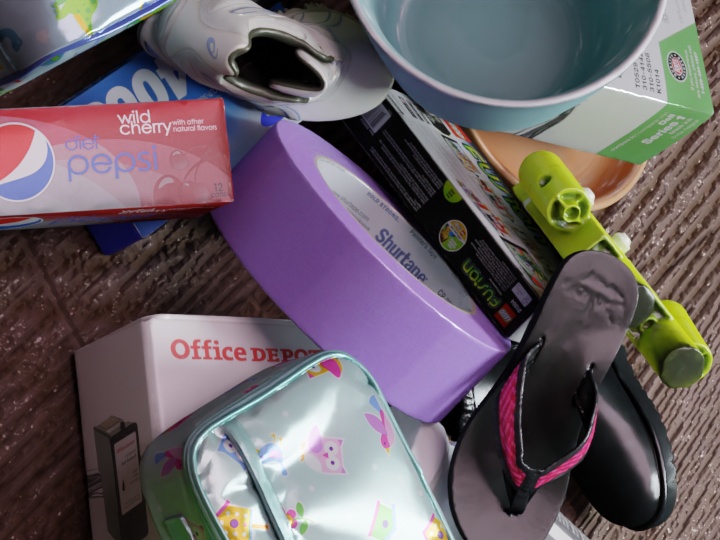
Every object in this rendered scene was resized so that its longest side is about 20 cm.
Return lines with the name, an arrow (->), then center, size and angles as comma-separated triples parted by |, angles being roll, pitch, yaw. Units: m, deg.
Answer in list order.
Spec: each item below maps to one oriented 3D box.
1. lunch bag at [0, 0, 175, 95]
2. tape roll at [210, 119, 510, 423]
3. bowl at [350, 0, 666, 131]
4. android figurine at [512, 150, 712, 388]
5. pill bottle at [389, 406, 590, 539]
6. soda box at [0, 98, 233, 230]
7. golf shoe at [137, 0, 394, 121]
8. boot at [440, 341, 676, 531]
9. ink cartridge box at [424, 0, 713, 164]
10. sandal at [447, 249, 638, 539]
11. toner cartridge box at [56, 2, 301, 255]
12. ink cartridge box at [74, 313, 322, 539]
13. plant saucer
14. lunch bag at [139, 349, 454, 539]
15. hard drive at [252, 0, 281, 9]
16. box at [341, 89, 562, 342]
lunch bag -> -0.180, -0.159, 1.508 | 0.160, 0.200, 0.083 | -31, 100, -35
tape roll -> 0.000, 0.000, 1.618 | 0.200, 0.066, 0.200 | 42, 11, -10
bowl -> 0.084, -0.167, 1.637 | 0.199, 0.105, 0.202 | 2, 67, -4
android figurine -> 0.161, -0.003, 1.717 | 0.182, 0.041, 0.200 | 48, 8, -28
pill bottle -> 0.072, 0.181, 1.660 | 0.200, 0.116, 0.117 | 43, 53, -20
soda box -> -0.178, -0.060, 1.525 | 0.199, 0.070, 0.064 | -5, 84, -23
golf shoe -> -0.040, -0.120, 1.606 | 0.199, 0.097, 0.079 | 10, 110, -45
boot -> 0.115, 0.088, 1.756 | 0.162, 0.073, 0.199 | -6, 72, -43
ink cartridge box -> 0.131, -0.168, 1.791 | 0.199, 0.084, 0.147 | 10, 61, -38
sandal -> 0.111, 0.082, 1.581 | 0.075, 0.045, 0.201 | 23, 89, -16
toner cartridge box -> -0.109, -0.100, 1.653 | 0.200, 0.043, 0.095 | -40, 103, -41
ink cartridge box -> -0.081, 0.135, 1.568 | 0.145, 0.084, 0.201 | 4, 73, -39
plant saucer -> 0.126, -0.134, 1.865 | 0.199, 0.037, 0.202 | 15, 66, -37
lunch bag -> -0.030, 0.159, 1.494 | 0.160, 0.077, 0.201 | -29, 96, -42
hard drive -> -0.076, -0.238, 1.704 | 0.140, 0.033, 0.200 | 44, 48, 11
box -> 0.076, -0.032, 1.705 | 0.200, 0.035, 0.110 | 54, 18, 28
